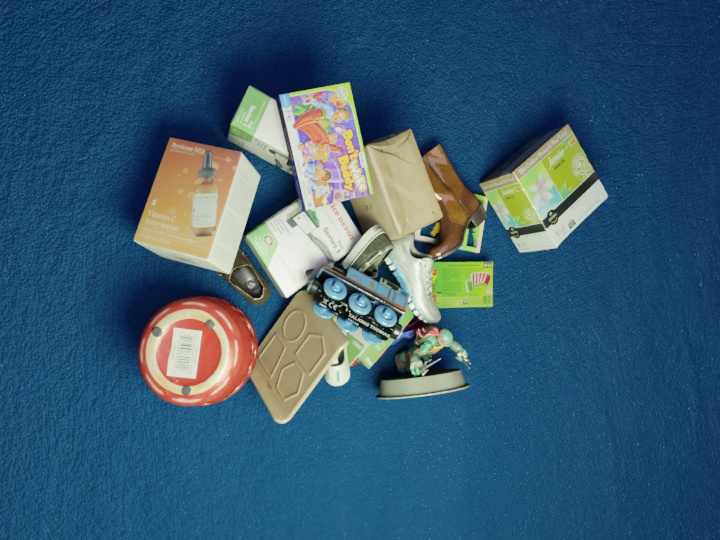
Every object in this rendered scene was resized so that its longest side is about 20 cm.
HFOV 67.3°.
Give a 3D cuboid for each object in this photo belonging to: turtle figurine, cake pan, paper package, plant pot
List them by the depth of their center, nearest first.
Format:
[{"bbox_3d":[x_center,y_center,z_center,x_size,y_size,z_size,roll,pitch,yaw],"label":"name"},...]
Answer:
[{"bbox_3d":[-0.288,0.146,0.977,0.196,0.182,0.205,1,84,-8],"label":"plant pot"},{"bbox_3d":[0.053,-0.161,1.092,0.102,0.200,0.194,-24,97,-17],"label":"paper package"},{"bbox_3d":[0.151,0.164,1.119,0.147,0.200,0.103,-4,76,-22],"label":"turtle figurine"},{"bbox_3d":[0.126,0.234,1.123,0.196,0.200,0.038,-5,82,-17],"label":"cake pan"}]

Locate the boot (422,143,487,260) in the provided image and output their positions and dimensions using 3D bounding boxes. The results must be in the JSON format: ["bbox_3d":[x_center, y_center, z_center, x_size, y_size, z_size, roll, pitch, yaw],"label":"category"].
[{"bbox_3d":[0.165,-0.145,1.174,0.188,0.068,0.201,-42,101,-13],"label":"boot"}]

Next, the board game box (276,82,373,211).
[{"bbox_3d":[-0.064,-0.223,0.982,0.132,0.045,0.204,-15,97,-15],"label":"board game box"}]

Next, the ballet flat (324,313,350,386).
[{"bbox_3d":[-0.058,0.129,1.069,0.068,0.202,0.070,-9,137,-8],"label":"ballet flat"}]

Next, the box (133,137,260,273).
[{"bbox_3d":[-0.293,-0.117,0.990,0.149,0.106,0.204,12,79,11],"label":"box"}]

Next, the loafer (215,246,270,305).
[{"bbox_3d":[-0.249,-0.014,1.063,0.200,0.071,0.073,44,79,-12],"label":"loafer"}]

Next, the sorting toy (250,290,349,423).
[{"bbox_3d":[-0.125,0.162,1.042,0.201,0.185,0.036,-50,136,4],"label":"sorting toy"}]

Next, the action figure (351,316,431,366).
[{"bbox_3d":[0.056,0.148,1.166,0.198,0.065,0.052,-32,116,-13],"label":"action figure"}]

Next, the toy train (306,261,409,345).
[{"bbox_3d":[-0.004,0.056,1.017,0.197,0.087,0.115,28,41,-6],"label":"toy train"}]

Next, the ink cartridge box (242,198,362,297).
[{"bbox_3d":[-0.114,-0.064,1.091,0.199,0.084,0.147,-36,101,-13],"label":"ink cartridge box"}]

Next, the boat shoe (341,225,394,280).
[{"bbox_3d":[0.000,0.000,1.086,0.070,0.201,0.064,-24,68,-44],"label":"boat shoe"}]

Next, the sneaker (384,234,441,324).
[{"bbox_3d":[0.124,0.016,1.118,0.086,0.075,0.202,-28,97,23],"label":"sneaker"}]

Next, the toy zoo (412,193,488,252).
[{"bbox_3d":[0.192,-0.123,1.229,0.196,0.020,0.134,11,87,-18],"label":"toy zoo"}]

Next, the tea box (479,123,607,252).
[{"bbox_3d":[0.416,-0.183,1.234,0.199,0.133,0.198,-40,101,-19],"label":"tea box"}]

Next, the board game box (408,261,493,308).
[{"bbox_3d":[0.202,0.031,1.220,0.196,0.048,0.104,-1,91,-18],"label":"board game box"}]

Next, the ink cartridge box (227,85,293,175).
[{"bbox_3d":[-0.150,-0.255,1.053,0.197,0.146,0.086,27,84,-15],"label":"ink cartridge box"}]

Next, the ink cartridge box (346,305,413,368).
[{"bbox_3d":[0.006,0.131,1.123,0.200,0.103,0.060,-48,138,-12],"label":"ink cartridge box"}]
